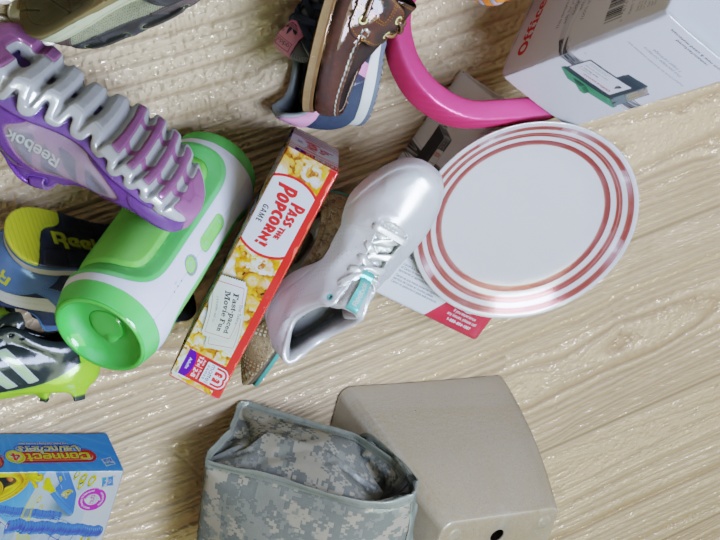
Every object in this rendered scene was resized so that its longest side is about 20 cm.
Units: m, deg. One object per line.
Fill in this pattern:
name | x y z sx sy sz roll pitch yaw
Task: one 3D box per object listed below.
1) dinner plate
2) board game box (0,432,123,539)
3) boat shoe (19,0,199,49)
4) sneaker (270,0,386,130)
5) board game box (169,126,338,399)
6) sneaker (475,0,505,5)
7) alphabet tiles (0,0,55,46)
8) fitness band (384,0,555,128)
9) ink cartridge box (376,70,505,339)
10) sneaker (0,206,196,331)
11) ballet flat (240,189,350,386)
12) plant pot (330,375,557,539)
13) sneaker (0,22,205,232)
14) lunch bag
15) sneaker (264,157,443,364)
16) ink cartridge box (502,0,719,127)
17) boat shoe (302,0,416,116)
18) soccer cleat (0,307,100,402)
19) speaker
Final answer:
dinner plate | 0.140 -0.044 1.152 0.200 0.024 0.200 -5 126 -7
board game box | -0.331 0.239 1.181 0.196 0.056 0.200 4 119 -33
boat shoe | -0.144 -0.208 0.935 0.201 0.072 0.066 -19 165 22
sneaker | -0.025 -0.200 1.053 0.082 0.070 0.200 -11 124 -26
board game box | -0.083 -0.011 1.081 0.046 0.152 0.200 27 100 -6
sneaker | 0.112 -0.319 1.059 0.112 0.078 0.200 -32 122 -35
alphabet tiles | -0.265 -0.228 0.929 0.200 0.015 0.196 -38 132 -2
fitness band | 0.113 -0.191 1.107 0.200 0.037 0.144 -9 84 -26
ink cartridge box | 0.099 -0.057 1.213 0.144 0.084 0.200 26 106 -39
sneaker | -0.220 0.009 1.082 0.082 0.074 0.200 -43 141 25
ballet flat | -0.065 0.010 1.189 0.065 0.071 0.200 33 99 -13
plant pot | 0.083 0.243 1.347 0.200 0.177 0.200 -2 122 -30
sneaker | -0.207 -0.089 0.974 0.200 0.081 0.089 36 123 -4
lunch bag | -0.044 0.233 1.252 0.200 0.118 0.164 15 121 10
sneaker | 0.000 0.000 1.090 0.075 0.089 0.200 35 108 -21
ink cartridge box | 0.218 -0.207 1.033 0.084 0.200 0.146 33 70 -22
boat shoe | 0.007 -0.204 0.986 0.070 0.070 0.200 16 114 0
soccer cleat | -0.309 0.072 1.084 0.200 0.067 0.081 -7 106 -28
speaker | -0.152 -0.018 1.022 0.200 0.088 0.089 -62 148 -42
